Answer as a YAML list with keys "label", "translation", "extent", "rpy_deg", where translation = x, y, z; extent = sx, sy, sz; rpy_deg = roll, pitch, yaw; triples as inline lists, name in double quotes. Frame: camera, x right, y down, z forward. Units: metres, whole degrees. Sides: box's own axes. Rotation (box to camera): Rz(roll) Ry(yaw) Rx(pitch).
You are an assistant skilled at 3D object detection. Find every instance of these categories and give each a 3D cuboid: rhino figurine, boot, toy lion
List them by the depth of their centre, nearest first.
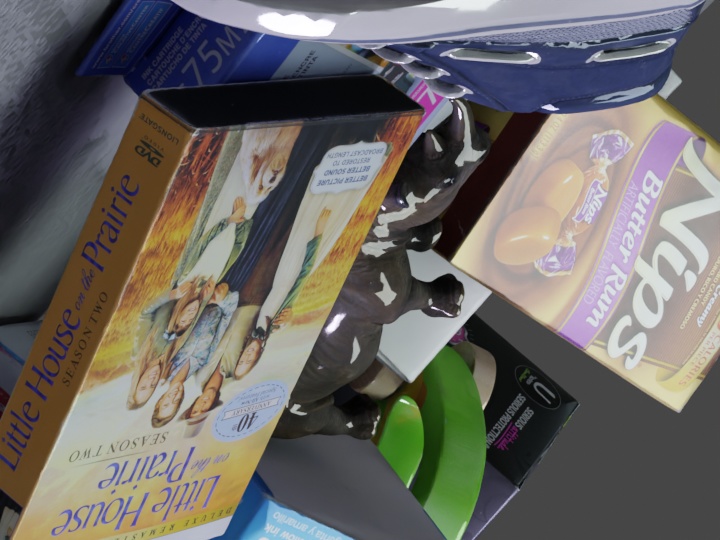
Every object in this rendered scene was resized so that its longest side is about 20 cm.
- label: "boot"
  translation: [0.022, -0.088, 0.986]
  extent: [0.090, 0.199, 0.073]
  rpy_deg: [105, -18, -56]
- label: "rhino figurine"
  translation: [0.000, 0.000, 1.233]
  extent: [0.087, 0.060, 0.200]
  rpy_deg: [-5, 140, -37]
- label: "toy lion"
  translation: [-0.003, 0.146, 1.418]
  extent: [0.200, 0.069, 0.192]
  rpy_deg: [-52, -153, 25]

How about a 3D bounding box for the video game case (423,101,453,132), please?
- label: "video game case"
  translation: [0.028, -0.119, 1.174]
  extent: [0.182, 0.023, 0.200]
  rpy_deg: [-40, 156, -7]

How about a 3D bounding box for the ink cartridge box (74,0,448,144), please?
- label: "ink cartridge box"
  translation: [-0.008, -0.100, 1.070]
  extent: [0.119, 0.042, 0.200]
  rpy_deg: [-51, 155, 20]

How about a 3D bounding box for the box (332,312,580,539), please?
- label: "box"
  translation: [-0.008, 0.080, 1.610]
  extent: [0.149, 0.200, 0.124]
  rpy_deg: [-52, 176, 29]

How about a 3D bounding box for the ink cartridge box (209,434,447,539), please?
- label: "ink cartridge box"
  translation: [-0.073, 0.167, 1.317]
  extent: [0.200, 0.144, 0.147]
  rpy_deg: [-55, -143, 10]

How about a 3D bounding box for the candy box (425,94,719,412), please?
- label: "candy box"
  translation: [0.115, -0.025, 1.341]
  extent: [0.200, 0.056, 0.117]
  rpy_deg: [31, 94, -47]

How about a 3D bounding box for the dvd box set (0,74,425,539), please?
- label: "dvd box set"
  translation: [-0.064, 0.022, 1.062]
  extent: [0.146, 0.029, 0.200]
  rpy_deg: [-8, 129, -55]

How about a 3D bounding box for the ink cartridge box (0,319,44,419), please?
- label: "ink cartridge box"
  translation: [-0.173, 0.102, 1.188]
  extent: [0.146, 0.083, 0.200]
  rpy_deg: [-50, 173, 8]

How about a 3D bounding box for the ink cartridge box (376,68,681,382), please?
- label: "ink cartridge box"
  translation: [0.038, -0.057, 1.411]
  extent: [0.200, 0.084, 0.146]
  rpy_deg: [-48, -156, -4]
